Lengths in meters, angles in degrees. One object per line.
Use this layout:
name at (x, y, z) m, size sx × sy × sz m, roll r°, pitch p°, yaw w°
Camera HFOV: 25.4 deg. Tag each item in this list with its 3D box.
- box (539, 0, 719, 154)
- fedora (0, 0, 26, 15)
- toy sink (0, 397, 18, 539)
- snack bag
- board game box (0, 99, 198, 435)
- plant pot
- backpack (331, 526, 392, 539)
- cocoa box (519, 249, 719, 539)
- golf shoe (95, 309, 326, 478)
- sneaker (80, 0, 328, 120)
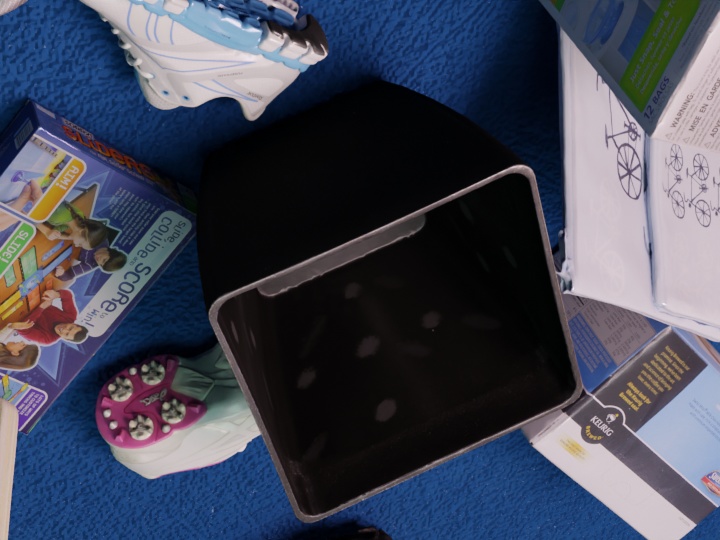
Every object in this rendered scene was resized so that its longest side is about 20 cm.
box at (0.191, -0.167, 0.944) m, size 0.101 × 0.201 × 0.113 m, roll 9°, pitch 124°, yaw -28°
fedora at (-0.212, -0.233, 0.787) m, size 0.175 × 0.090 × 0.202 m, roll 3°, pitch 118°, yaw -27°
toy sink at (-0.285, 0.136, 0.984) m, size 0.111 × 0.131 × 0.200 m, roll -22°, pitch 140°, yaw 27°
snack bag at (0.189, -0.061, 1.039) m, size 0.021 × 0.191 × 0.199 m, roll -12°, pitch 161°, yaw 41°
board game box at (-0.209, 0.004, 1.007) m, size 0.135 × 0.035 × 0.200 m, roll 30°, pitch 110°, yaw -37°
plant pot at (0.000, 0.000, 1.003) m, size 0.199 × 0.178 × 0.201 m, roll -24°, pitch 131°, yaw -6°
backpack at (-0.041, 0.314, 1.229) m, size 0.198 × 0.135 × 0.184 m, roll -19°, pitch 92°, yaw 0°
cocoa box at (0.200, 0.089, 1.189) m, size 0.131 × 0.134 × 0.200 m, roll -42°, pitch 131°, yaw 10°
golf shoe at (-0.084, 0.087, 1.115) m, size 0.198 × 0.076 × 0.092 m, roll -16°, pitch 146°, yaw -9°
sneaker at (-0.116, -0.136, 0.919) m, size 0.199 × 0.075 × 0.087 m, roll 21°, pitch 121°, yaw -35°
